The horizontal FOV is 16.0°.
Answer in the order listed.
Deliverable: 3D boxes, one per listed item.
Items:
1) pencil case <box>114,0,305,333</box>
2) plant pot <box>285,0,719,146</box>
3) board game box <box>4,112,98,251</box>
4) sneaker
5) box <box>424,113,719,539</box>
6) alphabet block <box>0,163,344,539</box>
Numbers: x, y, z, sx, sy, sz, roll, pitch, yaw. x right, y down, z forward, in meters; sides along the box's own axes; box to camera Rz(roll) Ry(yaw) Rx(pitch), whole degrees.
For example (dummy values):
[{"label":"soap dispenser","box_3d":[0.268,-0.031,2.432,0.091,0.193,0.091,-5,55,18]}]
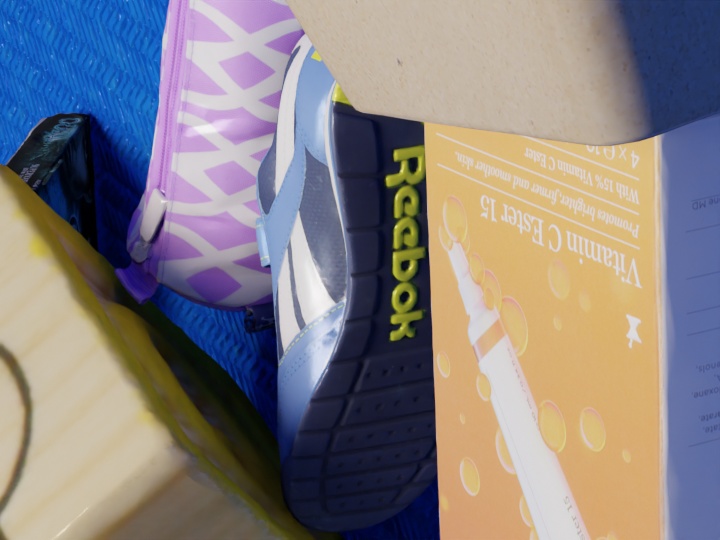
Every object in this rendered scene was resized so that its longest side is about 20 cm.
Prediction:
[{"label":"pencil case","box_3d":[-0.049,-0.079,0.988,0.084,0.085,0.201,49,140,46]},{"label":"plant pot","box_3d":[0.065,-0.138,0.648,0.199,0.199,0.178,14,121,60]},{"label":"board game box","box_3d":[-0.146,0.040,1.208,0.135,0.028,0.202,-74,-16,-69]},{"label":"sneaker","box_3d":[0.000,0.000,0.947,0.082,0.073,0.201,42,130,55]},{"label":"box","box_3d":[0.091,0.034,0.751,0.124,0.097,0.202,25,123,57]},{"label":"alphabet block","box_3d":[-0.131,0.118,1.001,0.196,0.200,0.196,50,-177,42]}]
